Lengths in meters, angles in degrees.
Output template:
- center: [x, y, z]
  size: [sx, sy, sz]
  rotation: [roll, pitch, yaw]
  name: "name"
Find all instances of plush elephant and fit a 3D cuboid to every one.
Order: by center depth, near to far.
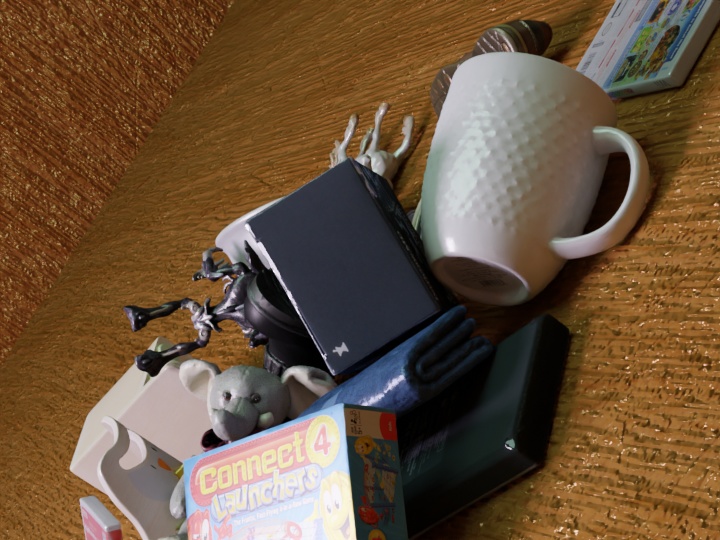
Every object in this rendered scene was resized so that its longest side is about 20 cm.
- center: [-0.100, 0.158, 1.568]
  size: [0.163, 0.156, 0.200]
  rotation: [-6, 21, 16]
  name: "plush elephant"

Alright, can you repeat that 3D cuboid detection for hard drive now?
- center: [0.081, 0.132, 1.378]
  size: [0.200, 0.033, 0.140]
  rotation: [-39, 24, 43]
  name: "hard drive"

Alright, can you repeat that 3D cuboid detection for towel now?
- center: [0.012, 0.102, 1.416]
  size: [0.111, 0.049, 0.200]
  rotation: [-33, -1, -45]
  name: "towel"

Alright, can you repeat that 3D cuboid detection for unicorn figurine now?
- center: [0.009, -0.123, 1.996]
  size: [0.200, 0.073, 0.138]
  rotation: [131, 159, -69]
  name: "unicorn figurine"

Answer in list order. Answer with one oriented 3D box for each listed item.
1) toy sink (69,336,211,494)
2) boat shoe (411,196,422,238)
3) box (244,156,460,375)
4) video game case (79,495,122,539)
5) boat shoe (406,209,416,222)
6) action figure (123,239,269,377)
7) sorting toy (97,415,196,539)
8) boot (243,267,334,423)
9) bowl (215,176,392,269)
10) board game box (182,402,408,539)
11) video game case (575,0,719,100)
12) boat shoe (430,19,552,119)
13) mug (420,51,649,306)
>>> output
- center: [-0.207, 0.164, 1.920]
  size: [0.200, 0.130, 0.112]
  rotation: [-46, 19, 29]
  name: "toy sink"
- center: [0.112, -0.077, 1.621]
  size: [0.201, 0.072, 0.065]
  rotation: [-56, 12, -22]
  name: "boat shoe"
- center: [0.000, 0.000, 1.487]
  size: [0.107, 0.149, 0.200]
  rotation: [-31, -6, 7]
  name: "box"
- center: [-0.236, 0.327, 1.664]
  size: [0.143, 0.017, 0.202]
  rotation: [-170, 71, -71]
  name: "video game case"
- center: [0.035, 0.003, 1.685]
  size: [0.072, 0.067, 0.201]
  rotation: [-42, 20, 40]
  name: "boat shoe"
- center: [-0.139, 0.036, 1.764]
  size: [0.199, 0.120, 0.102]
  rotation: [-19, 11, 14]
  name: "action figure"
- center: [-0.185, 0.220, 1.655]
  size: [0.107, 0.180, 0.200]
  rotation: [-42, 19, 9]
  name: "sorting toy"
- center: [-0.079, 0.092, 1.664]
  size: [0.158, 0.211, 0.080]
  rotation: [-47, 58, 12]
  name: "boot"
- center: [-0.047, -0.020, 1.832]
  size: [0.200, 0.091, 0.201]
  rotation: [-18, -10, -3]
  name: "bowl"
- center: [-0.049, 0.221, 1.320]
  size: [0.199, 0.056, 0.197]
  rotation: [-24, 65, 42]
  name: "board game box"
- center: [0.264, -0.217, 1.561]
  size: [0.144, 0.018, 0.200]
  rotation: [-58, 17, -12]
  name: "video game case"
- center: [0.138, -0.203, 1.808]
  size: [0.067, 0.072, 0.200]
  rotation: [-26, -6, -28]
  name: "boat shoe"
- center: [0.144, -0.067, 1.431]
  size: [0.199, 0.148, 0.176]
  rotation: [2, 62, 34]
  name: "mug"
